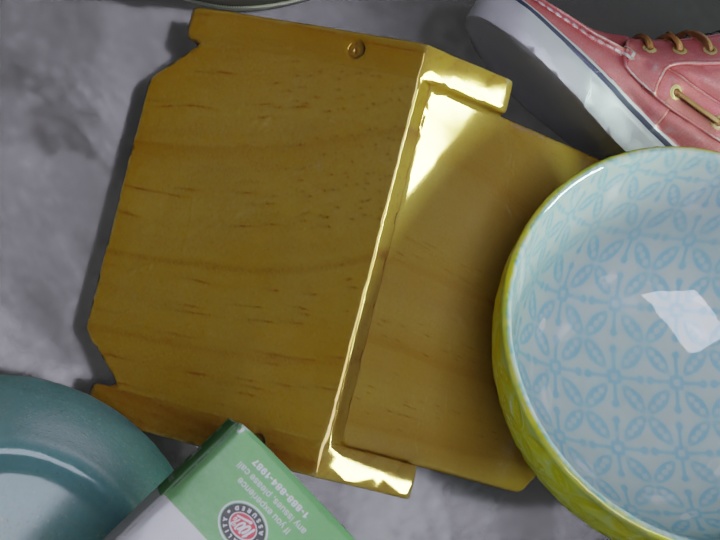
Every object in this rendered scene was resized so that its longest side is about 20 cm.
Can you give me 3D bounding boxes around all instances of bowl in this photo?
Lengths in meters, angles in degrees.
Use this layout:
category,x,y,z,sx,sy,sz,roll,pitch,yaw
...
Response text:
category,x,y,z,sx,sy,sz,roll,pitch,yaw
bowl,0.143,0.052,1.165,0.199,0.108,0.202,7,67,-16

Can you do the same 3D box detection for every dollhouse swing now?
category,x,y,z,sx,sy,sz,roll,pitch,yaw
dollhouse swing,0.000,0.000,1.194,0.181,0.176,0.201,12,86,27

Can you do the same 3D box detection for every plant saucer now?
category,x,y,z,sx,sy,sz,roll,pitch,yaw
plant saucer,-0.163,0.148,1.103,0.198,0.036,0.202,0,92,-13

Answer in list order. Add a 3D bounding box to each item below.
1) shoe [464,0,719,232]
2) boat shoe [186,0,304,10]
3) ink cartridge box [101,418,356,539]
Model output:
category,x,y,z,sx,sy,sz,roll,pitch,yaw
shoe,0.147,-0.094,1.218,0.200,0.071,0.091,39,79,-17
boat shoe,-0.080,-0.163,1.159,0.200,0.060,0.073,1,90,-15
ink cartridge box,-0.076,0.183,1.052,0.200,0.087,0.145,-44,94,-7
